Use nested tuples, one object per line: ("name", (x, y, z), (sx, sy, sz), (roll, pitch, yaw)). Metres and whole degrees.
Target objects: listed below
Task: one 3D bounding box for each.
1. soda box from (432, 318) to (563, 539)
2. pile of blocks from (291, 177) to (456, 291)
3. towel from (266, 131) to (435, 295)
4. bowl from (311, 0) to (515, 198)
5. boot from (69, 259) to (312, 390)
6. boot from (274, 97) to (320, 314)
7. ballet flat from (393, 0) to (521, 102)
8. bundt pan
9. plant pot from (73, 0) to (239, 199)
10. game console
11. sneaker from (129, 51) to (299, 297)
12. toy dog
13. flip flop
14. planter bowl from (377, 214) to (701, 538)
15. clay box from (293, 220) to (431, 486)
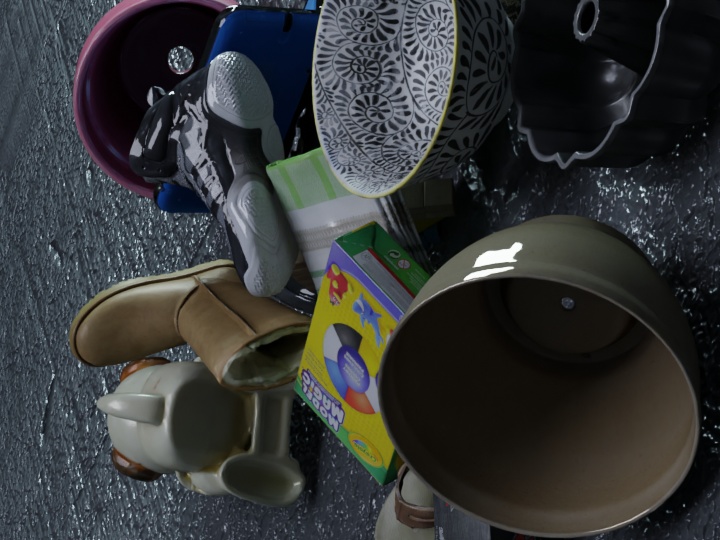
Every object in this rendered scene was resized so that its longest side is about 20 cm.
("soda box", (0.093, 0.134, 1.510), (0.063, 0.071, 0.201), (-9, 81, 54))
("pile of blocks", (0.015, -0.044, 1.787), (0.200, 0.082, 0.062), (-25, 56, 44))
("towel", (0.000, 0.000, 1.710), (0.149, 0.031, 0.201), (-15, 100, 54))
("bowl", (0.052, -0.148, 1.588), (0.201, 0.094, 0.202), (-11, 77, 59))
("boot", (-0.137, 0.054, 1.833), (0.200, 0.175, 0.066), (37, 149, 63))
("boot", (-0.025, -0.071, 1.910), (0.165, 0.065, 0.201), (38, 111, 61))
("ballet flat", (0.073, -0.143, 1.681), (0.200, 0.075, 0.068), (-42, -9, 12))
("bundt pan", (0.180, -0.160, 1.465), (0.202, 0.076, 0.203), (-170, 90, -67))
("plant pot", (-0.176, -0.184, 2.149), (0.179, 0.199, 0.201), (-106, 32, -73))
("game console", (-0.101, -0.161, 1.919), (0.118, 0.170, 0.200), (48, 127, 40))
("sneaker", (-0.119, -0.068, 1.794), (0.114, 0.075, 0.201), (-16, 79, 29))
("toy dog", (-0.154, 0.138, 1.955), (0.200, 0.193, 0.140), (-6, 88, 64))
("flip flop", (0.060, 0.155, 1.624), (0.200, 0.057, 0.081), (-43, 47, 49))
("planter bowl", (0.123, 0.049, 1.403), (0.200, 0.200, 0.135), (-60, 3, 37))
("clay box", (0.011, 0.073, 1.679), (0.115, 0.048, 0.200), (46, 142, 27))
